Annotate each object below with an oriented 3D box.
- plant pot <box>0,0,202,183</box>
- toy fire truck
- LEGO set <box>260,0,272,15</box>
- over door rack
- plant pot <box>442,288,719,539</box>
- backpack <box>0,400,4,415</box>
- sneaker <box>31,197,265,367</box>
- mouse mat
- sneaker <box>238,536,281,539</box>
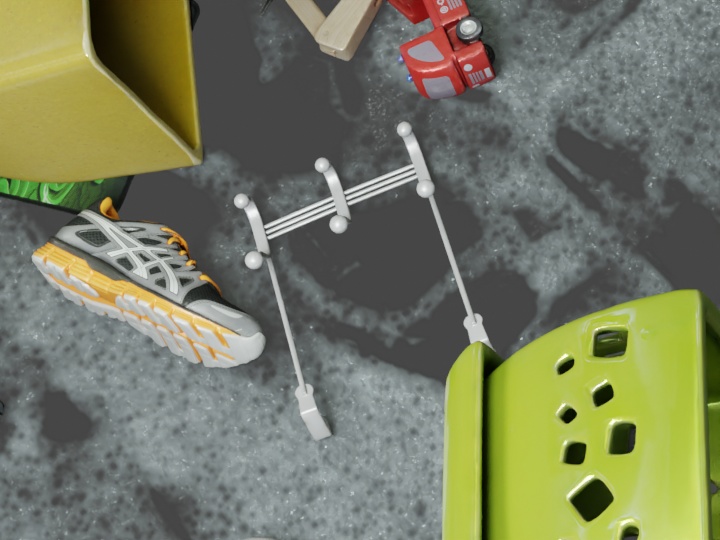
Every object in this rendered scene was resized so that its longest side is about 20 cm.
[{"bbox_3d":[-0.254,-0.176,1.700,0.200,0.196,0.194,-15,64,17],"label":"plant pot"},{"bbox_3d":[0.009,-0.205,1.710,0.141,0.049,0.200,-23,62,6],"label":"toy fire truck"},{"bbox_3d":[-0.056,-0.286,1.698,0.154,0.116,0.200,14,64,53],"label":"LEGO set"},{"bbox_3d":[0.000,0.000,1.614,0.148,0.067,0.200,-23,63,7],"label":"over door rack"},{"bbox_3d":[0.158,0.142,1.436,0.181,0.200,0.199,-8,65,22],"label":"plant pot"},{"bbox_3d":[-0.371,0.044,1.633,0.134,0.200,0.183,-27,63,4],"label":"backpack"},{"bbox_3d":[-0.149,0.006,1.654,0.200,0.078,0.077,26,68,24],"label":"sneaker"},{"bbox_3d":[-0.228,-0.142,1.780,0.161,0.008,0.200,13,73,22],"label":"mouse mat"},{"bbox_3d":[-0.021,0.238,1.507,0.200,0.082,0.075,34,80,26],"label":"sneaker"}]
